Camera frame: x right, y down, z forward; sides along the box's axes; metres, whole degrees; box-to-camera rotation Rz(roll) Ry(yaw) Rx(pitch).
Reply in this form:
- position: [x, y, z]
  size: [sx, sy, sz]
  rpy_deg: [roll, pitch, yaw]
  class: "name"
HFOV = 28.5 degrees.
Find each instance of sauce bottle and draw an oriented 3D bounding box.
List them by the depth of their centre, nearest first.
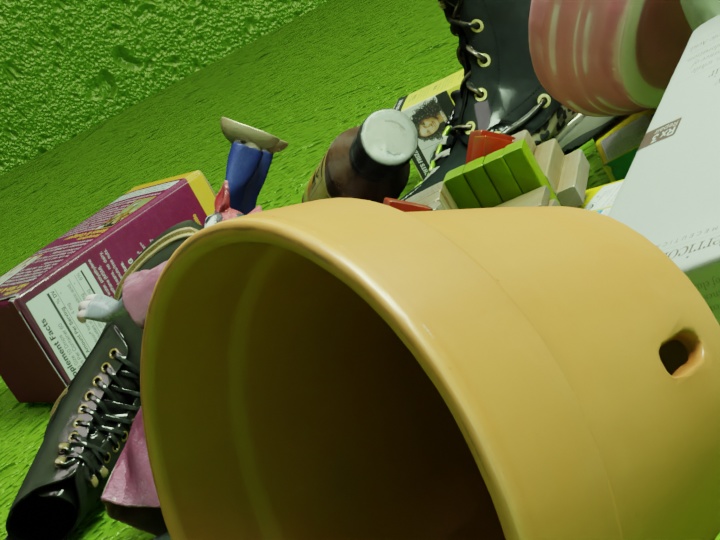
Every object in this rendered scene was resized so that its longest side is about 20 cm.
- position: [0.001, -0.070, 1.038]
  size: [0.065, 0.065, 0.200]
  rpy_deg: [-34, -3, -18]
  class: "sauce bottle"

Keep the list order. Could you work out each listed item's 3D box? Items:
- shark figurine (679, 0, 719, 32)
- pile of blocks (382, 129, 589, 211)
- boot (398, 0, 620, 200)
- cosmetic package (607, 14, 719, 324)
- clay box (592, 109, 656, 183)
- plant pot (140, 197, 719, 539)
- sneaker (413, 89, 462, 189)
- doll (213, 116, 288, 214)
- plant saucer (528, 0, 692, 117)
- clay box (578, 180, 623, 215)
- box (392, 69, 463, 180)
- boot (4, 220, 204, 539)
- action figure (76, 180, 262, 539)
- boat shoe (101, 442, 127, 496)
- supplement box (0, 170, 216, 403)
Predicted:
- position: [0.214, -0.144, 0.750]
  size: [0.128, 0.214, 0.090]
  rpy_deg: [-22, 36, 51]
  class: "shark figurine"
- position: [0.045, -0.019, 0.693]
  size: [0.082, 0.062, 0.200]
  rpy_deg: [-11, 29, 47]
  class: "pile of blocks"
- position: [0.068, -0.124, 0.878]
  size: [0.203, 0.154, 0.073]
  rpy_deg: [-36, 14, -13]
  class: "boot"
- position: [0.179, -0.043, 0.642]
  size: [0.101, 0.074, 0.200]
  rpy_deg: [-22, 28, 48]
  class: "cosmetic package"
- position: [0.207, -0.105, 0.922]
  size: [0.115, 0.048, 0.200]
  rpy_deg: [-28, 15, 13]
  class: "clay box"
- position: [0.035, 0.062, 0.485]
  size: [0.140, 0.201, 0.200]
  rpy_deg: [-20, 7, -36]
  class: "plant pot"
- position: [0.075, -0.088, 1.038]
  size: [0.072, 0.083, 0.200]
  rpy_deg: [-10, 25, 50]
  class: "sneaker"
- position: [-0.103, -0.001, 0.984]
  size: [0.136, 0.048, 0.201]
  rpy_deg: [5, -75, -83]
  class: "doll"
- position: [0.182, -0.168, 0.798]
  size: [0.200, 0.201, 0.051]
  rpy_deg: [-34, 54, -17]
  class: "plant saucer"
- position: [0.079, 0.012, 0.759]
  size: [0.199, 0.048, 0.115]
  rpy_deg: [-17, 22, 42]
  class: "clay box"
- position: [0.127, -0.139, 1.124]
  size: [0.199, 0.076, 0.050]
  rpy_deg: [-22, 18, 20]
  class: "box"
- position: [-0.144, 0.078, 0.866]
  size: [0.200, 0.077, 0.139]
  rpy_deg: [-58, 7, 27]
  class: "boot"
- position: [-0.072, 0.038, 0.708]
  size: [0.133, 0.201, 0.149]
  rpy_deg: [8, -27, -14]
  class: "action figure"
- position: [-0.076, 0.071, 0.819]
  size: [0.200, 0.062, 0.073]
  rpy_deg: [-58, -4, -45]
  class: "boat shoe"
- position: [-0.209, 0.014, 1.183]
  size: [0.200, 0.104, 0.131]
  rpy_deg: [-38, 18, -31]
  class: "supplement box"
